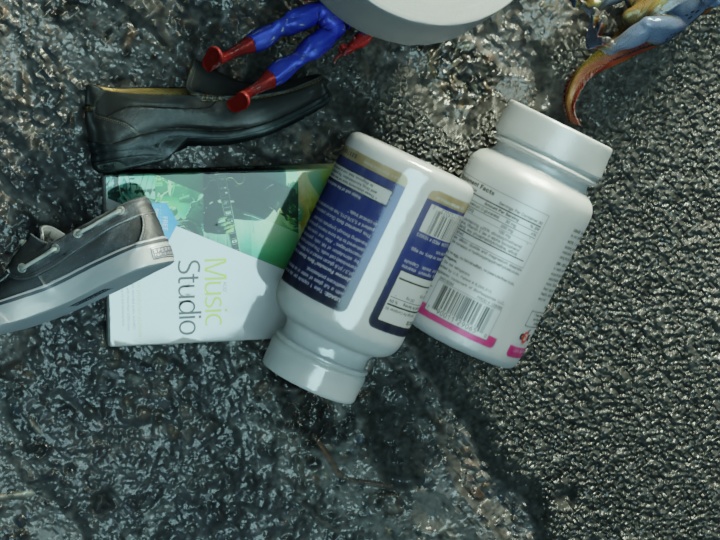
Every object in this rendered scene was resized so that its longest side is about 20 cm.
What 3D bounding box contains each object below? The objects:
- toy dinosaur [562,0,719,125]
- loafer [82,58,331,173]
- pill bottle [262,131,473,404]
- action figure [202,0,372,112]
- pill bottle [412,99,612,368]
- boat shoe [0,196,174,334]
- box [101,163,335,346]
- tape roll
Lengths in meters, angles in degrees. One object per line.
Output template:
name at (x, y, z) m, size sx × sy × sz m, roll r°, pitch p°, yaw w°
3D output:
toy dinosaur at (0.262, -0.234, 1.554) m, size 0.181 × 0.105 × 0.200 m, roll -9°, pitch 142°, yaw -22°
loafer at (-0.123, -0.134, 1.482) m, size 0.200 × 0.073 × 0.072 m, roll -15°, pitch 100°, yaw -9°
pill bottle at (0.000, 0.000, 1.479) m, size 0.111 × 0.111 × 0.200 m, roll 25°, pitch 95°, yaw -15°
action figure at (-0.030, -0.195, 1.474) m, size 0.200 × 0.052 × 0.065 m, roll -35°, pitch 91°, yaw -29°
pill bottle at (0.121, -0.031, 1.531) m, size 0.113 × 0.113 × 0.200 m, roll 25°, pitch 96°, yaw -15°
boat shoe at (-0.245, -0.002, 1.473) m, size 0.200 × 0.072 × 0.068 m, roll -23°, pitch 83°, yaw 21°
box at (-0.111, -0.013, 1.528) m, size 0.200 × 0.036 × 0.144 m, roll -3°, pitch 103°, yaw -12°
tape roll at (0.045, -0.280, 1.451) m, size 0.200 × 0.066 × 0.200 m, roll 3°, pitch 81°, yaw -19°
